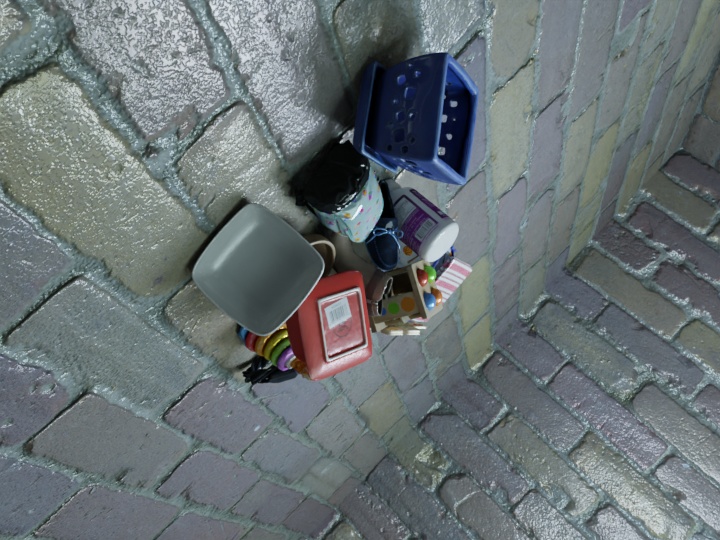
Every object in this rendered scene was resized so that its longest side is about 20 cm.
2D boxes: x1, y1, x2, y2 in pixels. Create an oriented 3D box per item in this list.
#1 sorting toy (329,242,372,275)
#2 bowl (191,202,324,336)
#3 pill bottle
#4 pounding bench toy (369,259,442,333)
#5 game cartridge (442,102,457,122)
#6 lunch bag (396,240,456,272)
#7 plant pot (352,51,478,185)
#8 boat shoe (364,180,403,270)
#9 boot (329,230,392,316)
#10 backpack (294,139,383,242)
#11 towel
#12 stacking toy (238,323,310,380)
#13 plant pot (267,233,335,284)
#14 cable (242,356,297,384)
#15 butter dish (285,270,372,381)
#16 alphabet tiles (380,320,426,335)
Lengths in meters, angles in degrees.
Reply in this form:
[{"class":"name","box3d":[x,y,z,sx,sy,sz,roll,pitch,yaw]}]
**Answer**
[{"class":"sorting toy","box3d":[-0.004,-0.025,1.767,0.200,0.107,0.180,-55,163,15]},{"class":"bowl","box3d":[-0.187,-0.001,1.381,0.200,0.200,0.075,-49,-178,1]},{"class":"pill bottle","box3d":[0.117,-0.119,1.690,0.112,0.200,0.112,-38,154,-22]},{"class":"pounding bench toy","box3d":[0.112,0.048,1.712,0.156,0.125,0.200,-17,-178,24]},{"class":"game cartridge","box3d":[0.133,-0.330,1.607,0.200,0.038,0.130,-41,152,-17]},{"class":"lunch bag","box3d":[0.149,-0.051,1.888,0.124,0.170,0.200,-39,156,-26]},{"class":"plant pot","box3d":[0.101,-0.279,1.387,0.200,0.179,0.201,14,83,-65]},{"class":"boat shoe","box3d":[0.044,-0.101,1.613,0.084,0.201,0.069,-8,167,-30]},{"class":"boot","box3d":[0.000,0.000,1.601,0.070,0.146,0.201,-33,136,-55]},{"class":"backpack","box3d":[-0.032,-0.143,1.490,0.167,0.126,0.200,-48,160,-10]},{"class":"towel","box3d":[0.193,0.049,1.887,0.200,0.030,0.146,-49,155,10]},{"class":"stacking toy","box3d":[-0.169,0.179,1.649,0.110,0.200,0.116,-41,154,-18]},{"class":"plant pot","box3d":[-0.153,-0.008,1.527,0.201,0.093,0.201,-38,156,-21]},{"class":"cable","box3d":[-0.194,0.207,1.754,0.199,0.051,0.163,-21,-154,23]},{"class":"butter dish","box3d":[-0.087,0.109,1.544,0.200,0.147,0.200,-16,102,-47]},{"class":"alphabet tiles","box3d":[0.051,0.131,1.800,0.195,0.200,0.015,1,98,-33]}]
